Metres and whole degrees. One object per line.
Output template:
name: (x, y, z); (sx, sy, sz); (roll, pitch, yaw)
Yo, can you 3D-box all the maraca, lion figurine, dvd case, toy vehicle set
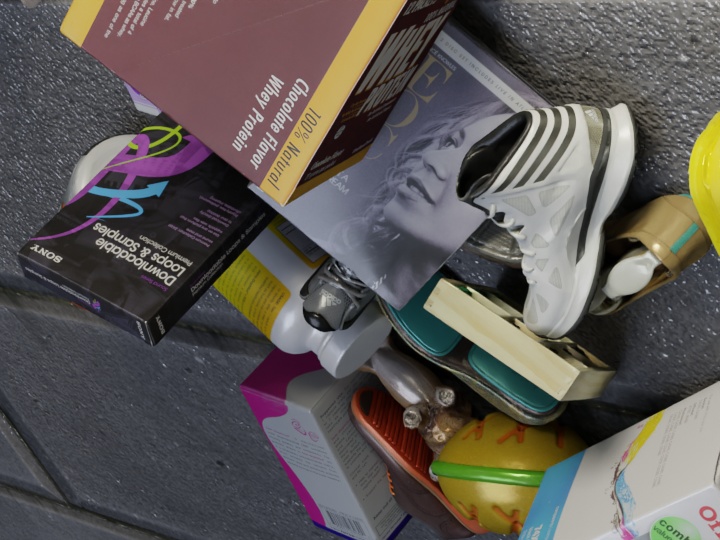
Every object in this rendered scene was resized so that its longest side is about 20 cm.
maraca: (0.154, 0.176, 1.659); (0.199, 0.137, 0.108); (1, 90, 36)
lion figurine: (0.038, 0.099, 1.756); (0.200, 0.072, 0.122); (52, -178, 12)
dvd case: (0.034, -0.084, 1.399); (0.149, 0.016, 0.200); (39, 115, -8)
toy vehicle set: (0.127, 0.054, 1.495); (0.124, 0.027, 0.200); (34, -174, 14)

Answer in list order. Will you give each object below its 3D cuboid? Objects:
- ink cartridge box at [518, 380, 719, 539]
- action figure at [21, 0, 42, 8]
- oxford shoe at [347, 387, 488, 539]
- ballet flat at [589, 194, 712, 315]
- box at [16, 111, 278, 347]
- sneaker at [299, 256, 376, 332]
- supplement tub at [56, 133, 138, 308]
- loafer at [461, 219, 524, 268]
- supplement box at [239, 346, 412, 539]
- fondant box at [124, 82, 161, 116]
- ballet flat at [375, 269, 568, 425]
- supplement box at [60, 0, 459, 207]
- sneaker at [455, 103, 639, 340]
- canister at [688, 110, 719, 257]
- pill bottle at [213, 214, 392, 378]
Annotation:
ink cartridge box: (0.244, 0.205, 1.473); (0.200, 0.146, 0.147); (-32, 105, 34)
action figure: (-0.319, -0.281, 1.646); (0.193, 0.104, 0.201); (26, 124, 38)
oxford shoe: (0.045, 0.190, 1.820); (0.072, 0.071, 0.200); (-28, 117, 32)
ballet flat: (0.185, -0.002, 1.418); (0.069, 0.063, 0.200); (42, 153, -3)
box: (-0.155, -0.043, 1.536); (0.143, 0.200, 0.036); (25, 149, 29)
sneaker: (0.000, 0.000, 1.528); (0.075, 0.116, 0.200); (39, 175, 5)
supplement tub: (-0.230, -0.038, 1.844); (0.122, 0.123, 0.200); (41, 153, 2)
loafer: (0.071, -0.061, 1.493); (0.200, 0.072, 0.063); (36, 169, 26)
supplement box: (-0.018, 0.160, 1.868); (0.101, 0.103, 0.201); (16, 144, 42)
fondant box: (-0.124, -0.180, 1.576); (0.199, 0.058, 0.145); (20, 146, 38)
ballet flat: (0.090, 0.063, 1.638); (0.200, 0.071, 0.071); (37, 152, 10)
supplement box: (-0.055, -0.192, 1.300); (0.200, 0.133, 0.198); (38, 118, 9)
sneaker: (0.115, -0.038, 1.365); (0.115, 0.076, 0.201); (4, 129, -11)
canister: (0.318, -0.033, 1.181); (0.199, 0.087, 0.149); (3, 134, 48)
pill bottle: (-0.066, 0.001, 1.679); (0.200, 0.104, 0.104); (43, 154, 18)
